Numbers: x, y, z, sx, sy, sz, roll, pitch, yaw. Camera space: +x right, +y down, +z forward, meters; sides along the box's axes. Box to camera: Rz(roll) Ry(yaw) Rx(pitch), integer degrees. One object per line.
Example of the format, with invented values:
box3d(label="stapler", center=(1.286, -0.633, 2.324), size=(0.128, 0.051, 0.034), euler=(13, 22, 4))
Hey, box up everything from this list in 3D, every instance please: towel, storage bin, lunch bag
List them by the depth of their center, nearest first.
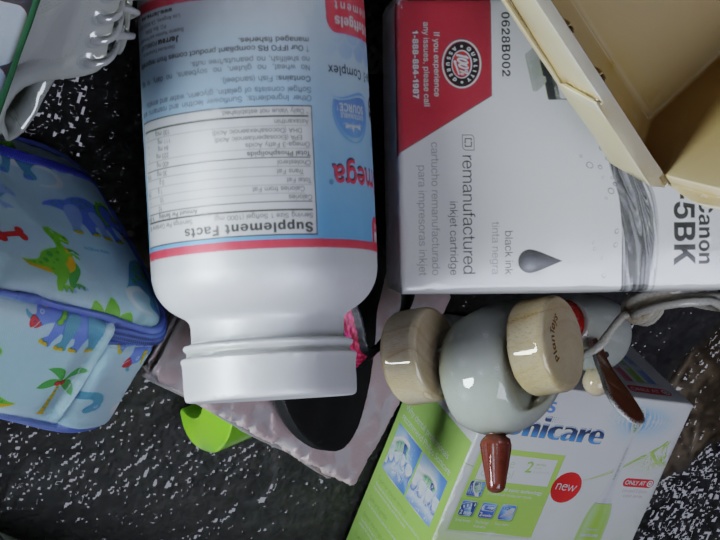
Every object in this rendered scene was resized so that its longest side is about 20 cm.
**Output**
box3d(label="storage bin", center=(0.159, -0.163, 1.005), size=(0.198, 0.094, 0.200), euler=(-43, 124, -6))
box3d(label="lunch bag", center=(-0.201, -0.011, 1.080), size=(0.199, 0.161, 0.083), euler=(16, 118, -37))
box3d(label="towel", center=(-0.021, 0.000, 1.214), size=(0.200, 0.032, 0.192), euler=(36, 78, -51))

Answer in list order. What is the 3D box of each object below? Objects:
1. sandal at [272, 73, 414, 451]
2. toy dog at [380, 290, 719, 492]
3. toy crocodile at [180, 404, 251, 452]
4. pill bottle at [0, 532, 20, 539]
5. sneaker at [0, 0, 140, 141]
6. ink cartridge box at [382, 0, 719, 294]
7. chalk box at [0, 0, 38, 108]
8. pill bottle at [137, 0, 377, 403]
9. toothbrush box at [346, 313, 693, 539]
box3d(label="sandal", center=(0.000, 0.000, 1.178), size=(0.075, 0.045, 0.201), euler=(-1, 106, -51))
box3d(label="toy dog", center=(0.097, 0.062, 1.204), size=(0.199, 0.132, 0.097), euler=(-4, 88, -41))
box3d(label="toy crocodile", center=(-0.075, 0.010, 1.230), size=(0.067, 0.062, 0.201), euler=(-34, 131, -38))
box3d(label="pill bottle", center=(-0.169, 0.220, 1.266), size=(0.200, 0.116, 0.116), euler=(29, 103, -37))
box3d(label="sneaker", center=(-0.128, -0.131, 1.052), size=(0.200, 0.071, 0.073), euler=(-38, -176, 44))
box3d(label="ink cartridge box", center=(0.113, -0.063, 1.134), size=(0.199, 0.083, 0.148), euler=(-2, 92, -4))
box3d(label="chalk box", center=(-0.218, -0.117, 0.970), size=(0.123, 0.200, 0.125), euler=(10, 113, -32))
box3d(label="pill bottle", center=(-0.047, -0.040, 1.078), size=(0.108, 0.109, 0.201), euler=(-1, 86, -28))
box3d(label="toothbrush box", center=(0.088, 0.138, 1.376), size=(0.145, 0.086, 0.201), euler=(9, 112, -32))
